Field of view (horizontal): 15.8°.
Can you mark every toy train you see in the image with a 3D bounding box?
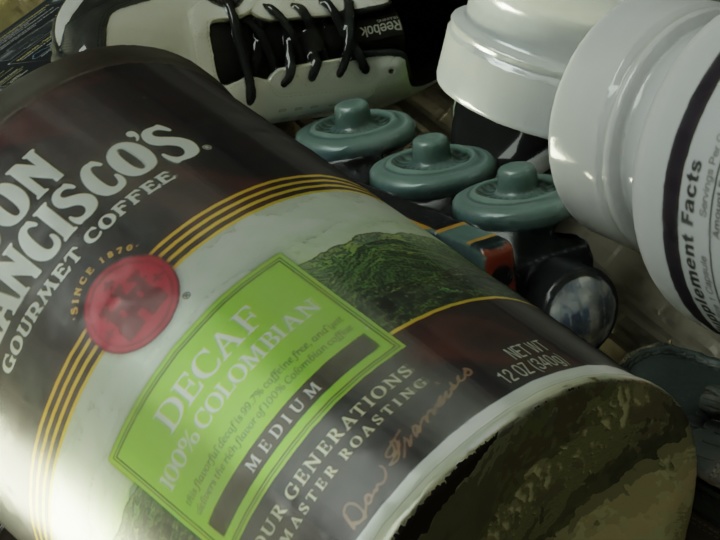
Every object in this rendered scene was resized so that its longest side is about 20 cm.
[{"bbox_3d":[0.000,0.000,0.905,0.114,0.085,0.200,-18,24,-27],"label":"toy train"}]

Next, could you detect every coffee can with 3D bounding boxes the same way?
[{"bbox_3d":[-0.026,0.044,0.736,0.200,0.146,0.146,35,88,35],"label":"coffee can"}]

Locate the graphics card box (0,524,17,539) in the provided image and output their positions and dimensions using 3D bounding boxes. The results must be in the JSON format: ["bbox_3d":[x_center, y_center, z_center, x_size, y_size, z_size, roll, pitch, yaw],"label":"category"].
[{"bbox_3d":[-0.118,0.126,0.933,0.200,0.051,0.125,-48,31,41],"label":"graphics card box"}]

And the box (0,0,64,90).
[{"bbox_3d":[-0.106,-0.079,1.077,0.160,0.044,0.200,-2,32,45],"label":"box"}]

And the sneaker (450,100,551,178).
[{"bbox_3d":[0.064,-0.121,0.970,0.072,0.083,0.200,-5,57,45],"label":"sneaker"}]

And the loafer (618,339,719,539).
[{"bbox_3d":[0.143,0.068,0.710,0.072,0.063,0.200,-28,47,-26],"label":"loafer"}]

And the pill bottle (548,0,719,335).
[{"bbox_3d":[0.151,-0.021,0.757,0.200,0.111,0.111,25,80,47],"label":"pill bottle"}]

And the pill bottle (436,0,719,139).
[{"bbox_3d":[0.088,-0.147,0.858,0.112,0.112,0.200,45,125,53],"label":"pill bottle"}]

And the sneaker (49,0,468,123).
[{"bbox_3d":[-0.032,-0.088,0.971,0.080,0.200,0.074,-5,99,41],"label":"sneaker"}]
